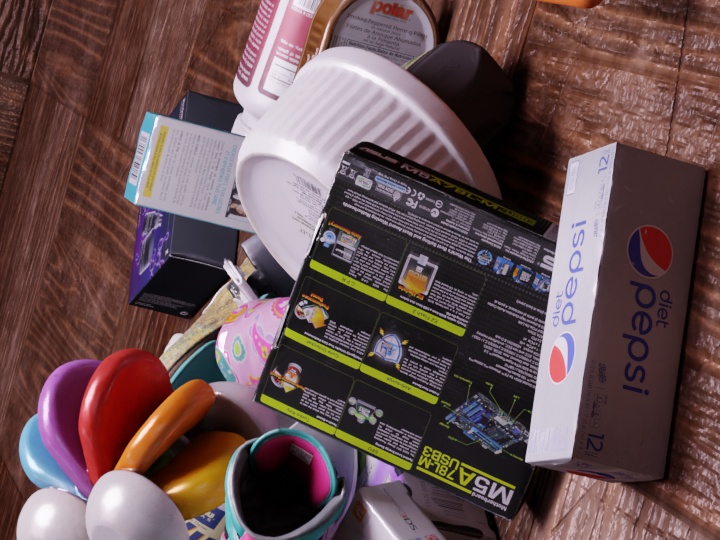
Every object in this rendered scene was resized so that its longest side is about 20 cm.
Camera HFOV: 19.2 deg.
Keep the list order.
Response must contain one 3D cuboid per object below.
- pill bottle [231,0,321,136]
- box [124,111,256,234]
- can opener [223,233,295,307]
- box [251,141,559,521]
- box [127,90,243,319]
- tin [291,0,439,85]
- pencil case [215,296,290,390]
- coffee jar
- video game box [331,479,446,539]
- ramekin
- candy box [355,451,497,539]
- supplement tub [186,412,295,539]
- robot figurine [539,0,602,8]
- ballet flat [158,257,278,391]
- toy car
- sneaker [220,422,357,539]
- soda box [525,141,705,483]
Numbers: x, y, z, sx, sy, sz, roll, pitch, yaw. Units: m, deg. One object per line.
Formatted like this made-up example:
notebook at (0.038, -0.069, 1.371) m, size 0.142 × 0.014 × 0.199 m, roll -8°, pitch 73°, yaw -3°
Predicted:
pill bottle at (-0.050, -0.197, 1.957) m, size 0.113 × 0.113 × 0.200 m, roll -119°, pitch 47°, yaw -62°
box at (-0.101, -0.077, 1.886) m, size 0.049 × 0.200 × 0.083 m, roll -152°, pitch 77°, yaw -70°
can opener at (-0.040, 0.059, 1.704) m, size 0.067 × 0.200 × 0.053 m, roll -38°, pitch 23°, yaw -2°
box at (0.050, 0.040, 1.421) m, size 0.048 × 0.200 × 0.194 m, roll -43°, pitch -26°, yaw -67°
box at (-0.185, -0.070, 2.291) m, size 0.141 × 0.079 × 0.200 m, roll -40°, pitch 41°, yaw 54°
tin at (0.000, -0.149, 1.798) m, size 0.042 × 0.112 × 0.201 m, roll 33°, pitch 109°, yaw 59°
pencil case at (-0.031, 0.060, 1.570) m, size 0.200 × 0.087 × 0.088 m, roll -1°, pitch 76°, yaw 59°
coffee jar at (0.040, -0.117, 1.680) m, size 0.104 × 0.085 × 0.200 m, roll -43°, pitch 10°, yaw -20°
video game box at (0.025, 0.276, 1.440) m, size 0.182 × 0.047 × 0.200 m, roll 49°, pitch 127°, yaw 37°
ramekin at (-0.001, -0.056, 1.578) m, size 0.105 × 0.200 × 0.200 m, roll -42°, pitch 7°, yaw -25°
candy box at (0.019, 0.183, 1.582) m, size 0.200 × 0.071 × 0.168 m, roll -104°, pitch 34°, yaw -52°
supplement tub at (-0.113, 0.173, 1.833) m, size 0.200 × 0.145 × 0.145 m, roll 125°, pitch 151°, yaw -46°
robot figurine at (0.165, -0.248, 1.414) m, size 0.117 × 0.144 × 0.200 m, roll 64°, pitch 160°, yaw -8°
ballet flat at (-0.118, 0.056, 1.738) m, size 0.200 × 0.071 × 0.071 m, roll -47°, pitch 11°, yaw -20°
toy car at (-0.174, 0.132, 1.569) m, size 0.200 × 0.150 × 0.175 m, roll -18°, pitch 19°, yaw 43°
sneaker at (-0.045, 0.143, 1.473) m, size 0.200 × 0.083 × 0.121 m, roll -65°, pitch -7°, yaw -46°
soda box at (0.158, 0.028, 1.317) m, size 0.063 × 0.068 × 0.201 m, roll 162°, pitch 120°, yaw -65°
